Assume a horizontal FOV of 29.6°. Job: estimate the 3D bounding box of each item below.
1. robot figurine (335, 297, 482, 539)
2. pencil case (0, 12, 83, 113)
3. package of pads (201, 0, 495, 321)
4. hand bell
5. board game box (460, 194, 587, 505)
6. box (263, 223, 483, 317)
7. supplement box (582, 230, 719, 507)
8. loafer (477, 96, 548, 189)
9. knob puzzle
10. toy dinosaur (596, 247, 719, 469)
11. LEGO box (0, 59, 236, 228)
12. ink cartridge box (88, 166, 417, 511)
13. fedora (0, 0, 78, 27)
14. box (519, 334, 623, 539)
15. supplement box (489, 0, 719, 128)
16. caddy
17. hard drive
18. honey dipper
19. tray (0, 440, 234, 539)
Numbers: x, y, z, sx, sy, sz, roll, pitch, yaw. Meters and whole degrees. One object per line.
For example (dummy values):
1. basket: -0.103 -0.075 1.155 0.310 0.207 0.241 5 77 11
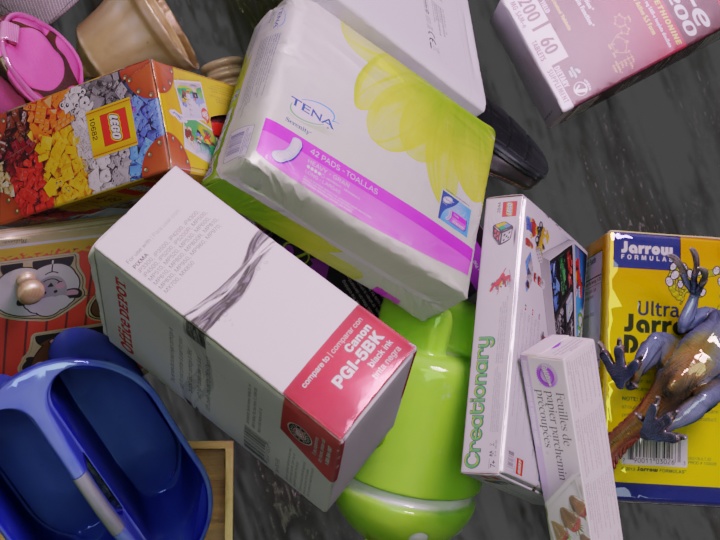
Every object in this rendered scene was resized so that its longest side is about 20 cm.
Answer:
1. robot figurine: 0.042 0.119 1.028 0.174 0.115 0.203 4 101 -40
2. pencil case: -0.304 -0.126 1.012 0.198 0.094 0.091 -20 38 26
3. package of pads: 0.000 -0.081 0.952 0.199 0.068 0.156 31 54 -26
4. hand bell: -0.237 -0.150 1.082 0.199 0.104 0.105 -33 86 5
5. board game box: 0.123 0.061 0.996 0.034 0.126 0.203 -3 70 31
6. box: 0.000 0.000 1.064 0.199 0.036 0.144 -38 113 -10
7. supplement box: 0.226 0.079 1.060 0.108 0.109 0.203 4 82 -5
8. loafer: 0.058 -0.114 1.104 0.198 0.073 0.073 29 119 -6
9. knob puzzle: -0.202 0.045 1.002 0.218 0.221 0.031 -25 53 -7
10. toy dinosaur: 0.243 0.048 0.987 0.181 0.201 0.105 -26 68 -43
11. LEGO box: -0.151 -0.080 0.987 0.147 0.200 0.078 -15 82 23
12. ink cartridge box: -0.071 0.047 0.885 0.199 0.147 0.083 37 66 12
13. fedora: -0.247 -0.246 1.052 0.176 0.201 0.090 -35 119 31
14. box: 0.153 0.146 0.960 0.041 0.038 0.202 -27 112 -43
15. supplement box: 0.220 -0.213 1.123 0.198 0.061 0.110 -29 85 -8
16. caddy: -0.190 0.140 0.955 0.140 0.105 0.201 -31 118 -5
17. hard drive: 0.017 -0.211 1.027 0.027 0.199 0.133 -30 47 30
18. honey dipper: -0.087 -0.071 1.098 0.038 0.038 0.203 -14 88 -6
19. tray: -0.197 0.183 1.054 0.197 0.037 0.100 0 82 -5
